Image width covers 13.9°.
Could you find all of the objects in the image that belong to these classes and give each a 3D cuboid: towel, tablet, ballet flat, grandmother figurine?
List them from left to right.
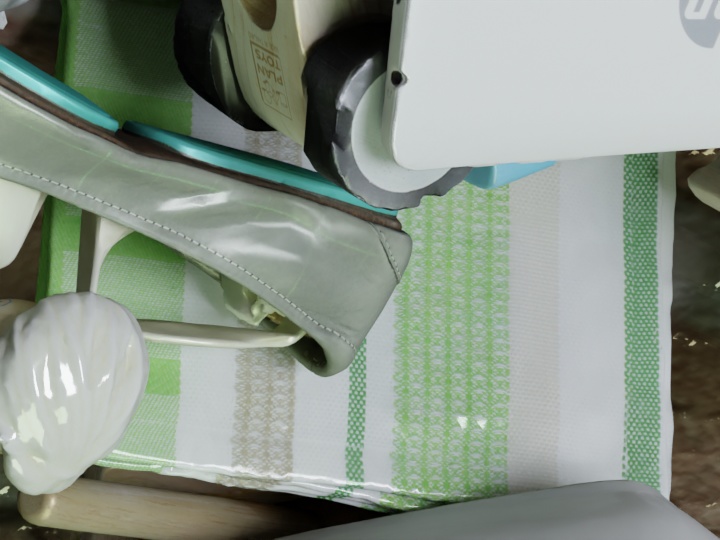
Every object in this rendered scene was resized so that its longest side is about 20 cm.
[{"bbox_3d":[-0.153,0.036,0.785,0.199,0.121,0.061,-6,101,12],"label":"grandmother figurine"},{"bbox_3d":[-0.075,-0.020,0.788,0.200,0.067,0.064,23,93,-30],"label":"ballet flat"},{"bbox_3d":[0.000,0.000,0.884,0.199,0.150,0.031,10,159,-19],"label":"towel"},{"bbox_3d":[0.093,-0.094,0.779,0.199,0.014,0.131,-5,109,-34],"label":"tablet"}]

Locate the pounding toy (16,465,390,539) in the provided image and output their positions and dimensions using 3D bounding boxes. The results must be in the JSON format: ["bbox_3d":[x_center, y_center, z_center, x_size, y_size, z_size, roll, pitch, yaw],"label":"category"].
[{"bbox_3d":[-0.027,0.072,0.964,0.183,0.143,0.200,0,142,-10],"label":"pounding toy"}]

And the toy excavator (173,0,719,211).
[{"bbox_3d":[0.056,-0.076,0.821,0.199,0.100,0.195,-22,117,-21],"label":"toy excavator"}]

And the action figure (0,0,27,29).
[{"bbox_3d":[-0.135,-0.035,0.677,0.200,0.130,0.070,-28,96,27],"label":"action figure"}]

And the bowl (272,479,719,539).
[{"bbox_3d":[0.047,0.127,0.887,0.199,0.075,0.200,-13,150,22],"label":"bowl"}]
